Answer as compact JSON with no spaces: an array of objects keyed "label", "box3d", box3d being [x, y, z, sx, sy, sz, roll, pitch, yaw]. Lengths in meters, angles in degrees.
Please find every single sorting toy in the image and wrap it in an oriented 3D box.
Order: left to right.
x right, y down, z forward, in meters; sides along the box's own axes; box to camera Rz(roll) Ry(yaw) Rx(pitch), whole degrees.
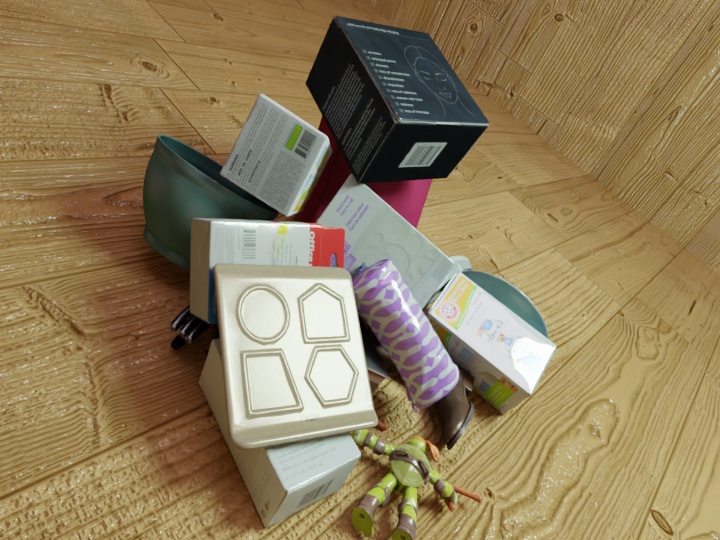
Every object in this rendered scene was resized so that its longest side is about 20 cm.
[{"label":"sorting toy","box3d":[-0.075,0.089,0.609,0.180,0.036,0.207,2,64,-35]}]

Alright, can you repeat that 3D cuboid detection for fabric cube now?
[{"label":"fabric cube","box3d":[0.004,-0.161,0.976,0.190,0.207,0.200,16,7,-20]}]

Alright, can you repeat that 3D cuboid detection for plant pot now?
[{"label":"plant pot","box3d":[-0.233,-0.081,0.774,0.197,0.137,0.201,32,8,-5]}]

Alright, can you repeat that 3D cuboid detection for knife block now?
[{"label":"knife block","box3d":[-0.190,0.043,0.741,0.170,0.065,0.203,6,41,-34]}]

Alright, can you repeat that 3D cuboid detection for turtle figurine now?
[{"label":"turtle figurine","box3d":[0.063,0.261,0.654,0.197,0.065,0.161,35,33,6]}]

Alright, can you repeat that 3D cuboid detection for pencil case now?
[{"label":"pencil case","box3d":[0.053,0.083,0.712,0.203,0.084,0.084,56,-6,-4]}]

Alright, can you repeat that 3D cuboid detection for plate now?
[{"label":"plate","box3d":[0.232,0.085,0.928,0.198,0.202,0.026,39,64,13]}]

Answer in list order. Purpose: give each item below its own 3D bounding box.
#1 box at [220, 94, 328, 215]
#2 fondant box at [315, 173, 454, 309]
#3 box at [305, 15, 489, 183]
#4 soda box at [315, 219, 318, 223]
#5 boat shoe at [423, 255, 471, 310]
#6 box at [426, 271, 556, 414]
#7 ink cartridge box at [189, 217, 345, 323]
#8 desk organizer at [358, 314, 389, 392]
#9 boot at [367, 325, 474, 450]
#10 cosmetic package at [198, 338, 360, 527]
[{"label":"box","box3d":[-0.109,-0.155,0.752,0.099,0.115,0.200,30,7,-5]},{"label":"fondant box","box3d":[0.018,-0.016,0.778,0.198,0.146,0.058,39,0,-2]},{"label":"box","box3d":[0.052,-0.249,0.791,0.195,0.124,0.201,-10,64,-38]},{"label":"soda box","box3d":[0.000,0.000,0.838,0.196,0.069,0.064,31,-1,-4]},{"label":"boat shoe","box3d":[0.157,0.027,1.035,0.198,0.075,0.065,-18,60,-44]},{"label":"box","box3d":[0.200,0.120,0.879,0.198,0.114,0.102,38,62,12]},{"label":"ink cartridge box","box3d":[-0.115,-0.003,0.684,0.195,0.121,0.066,-1,7,-39]},{"label":"desk organizer","box3d":[-0.038,0.100,0.769,0.071,0.078,0.202,28,20,-35]},{"label":"boot","box3d":[0.076,0.157,0.802,0.197,0.065,0.187,36,20,1]},{"label":"cosmetic package","box3d":[-0.100,0.172,0.627,0.110,0.082,0.202,-8,50,-42]}]
